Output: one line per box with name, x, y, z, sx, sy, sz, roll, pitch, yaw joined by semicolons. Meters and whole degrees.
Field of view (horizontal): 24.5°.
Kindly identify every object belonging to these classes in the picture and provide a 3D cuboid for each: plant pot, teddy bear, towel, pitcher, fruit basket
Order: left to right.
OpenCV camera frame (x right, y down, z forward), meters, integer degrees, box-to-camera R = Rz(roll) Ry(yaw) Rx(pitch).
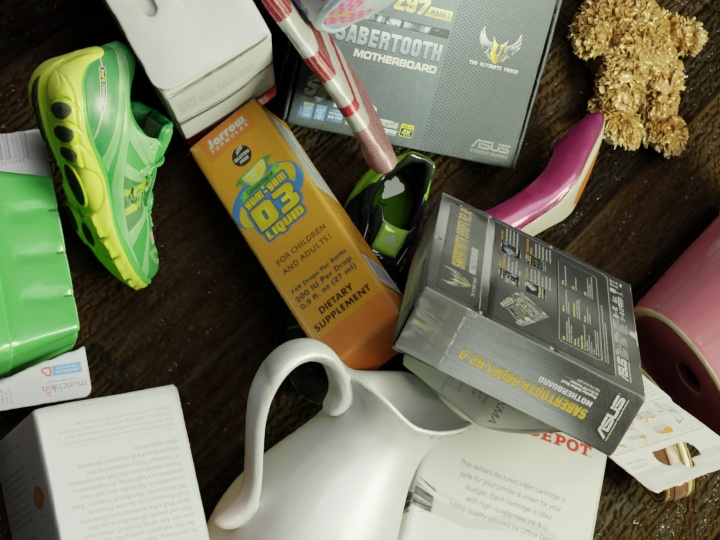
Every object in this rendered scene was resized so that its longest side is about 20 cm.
fruit basket;-0.288;0.011;1.082;0.198;0.094;0.187;-12;78;-11
towel;-0.045;-0.167;1.116;0.023;0.144;0.201;-33;117;7
pitcher;-0.040;0.147;1.078;0.171;0.121;0.201;29;96;-40
teddy bear;0.230;-0.190;1.375;0.144;0.067;0.202;20;68;-20
plant pot;0.315;0.035;1.286;0.178;0.200;0.201;-32;89;-13

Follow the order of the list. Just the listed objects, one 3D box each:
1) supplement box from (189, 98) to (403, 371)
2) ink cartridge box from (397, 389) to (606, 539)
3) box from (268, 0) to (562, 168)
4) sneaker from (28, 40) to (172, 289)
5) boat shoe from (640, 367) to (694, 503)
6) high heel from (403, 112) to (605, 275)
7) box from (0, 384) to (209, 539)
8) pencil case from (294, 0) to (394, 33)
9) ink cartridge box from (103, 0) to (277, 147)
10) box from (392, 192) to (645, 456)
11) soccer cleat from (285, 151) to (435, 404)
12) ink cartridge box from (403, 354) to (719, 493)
supplement box;-0.039;-0.021;1.157;0.066;0.069;0.201;-38;66;8
ink cartridge box;0.083;0.191;1.181;0.145;0.084;0.202;22;66;-16
box;0.043;-0.173;1.252;0.198;0.051;0.159;10;103;-22
sneaker;-0.155;-0.064;1.095;0.083;0.201;0.074;-32;53;-21
boat shoe;0.181;0.094;1.267;0.067;0.072;0.201;-28;79;-19
high heel;0.113;-0.057;1.281;0.095;0.067;0.201;28;73;11
box;-0.156;0.189;1.050;0.097;0.124;0.202;-8;78;-26
pencil case;-0.039;-0.256;1.081;0.083;0.090;0.201;-20;77;-53
ink cartridge box;-0.125;-0.179;1.127;0.082;0.200;0.148;-30;88;-4
box;0.108;0.030;1.112;0.157;0.049;0.200;25;21;-4
soccer cleat;0.000;0.000;1.204;0.067;0.081;0.202;27;65;-14
ink cartridge box;0.149;0.095;1.143;0.200;0.050;0.160;41;25;26
